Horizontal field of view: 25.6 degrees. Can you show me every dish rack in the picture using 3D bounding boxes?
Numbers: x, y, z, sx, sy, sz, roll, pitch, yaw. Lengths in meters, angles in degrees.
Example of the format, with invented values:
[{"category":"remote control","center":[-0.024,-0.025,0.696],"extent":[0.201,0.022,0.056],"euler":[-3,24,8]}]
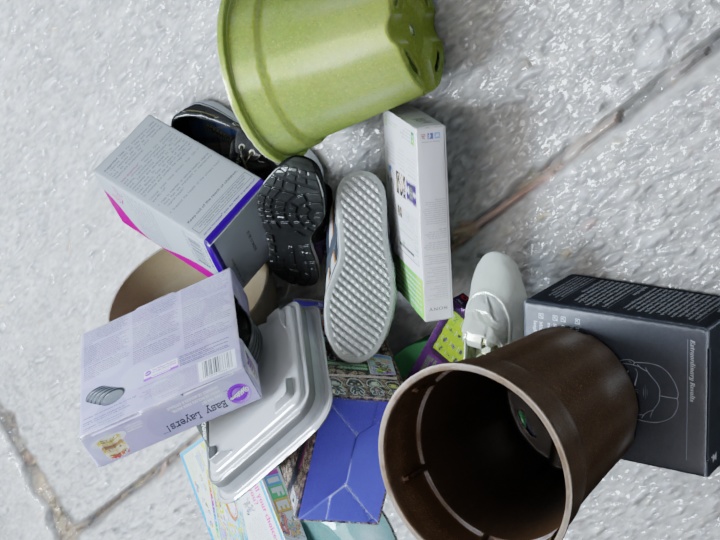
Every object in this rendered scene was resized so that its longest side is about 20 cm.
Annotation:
[{"category":"dish rack","center":[-0.107,0.128,1.658],"extent":[0.043,0.201,0.171],"euler":[37,113,-27]}]

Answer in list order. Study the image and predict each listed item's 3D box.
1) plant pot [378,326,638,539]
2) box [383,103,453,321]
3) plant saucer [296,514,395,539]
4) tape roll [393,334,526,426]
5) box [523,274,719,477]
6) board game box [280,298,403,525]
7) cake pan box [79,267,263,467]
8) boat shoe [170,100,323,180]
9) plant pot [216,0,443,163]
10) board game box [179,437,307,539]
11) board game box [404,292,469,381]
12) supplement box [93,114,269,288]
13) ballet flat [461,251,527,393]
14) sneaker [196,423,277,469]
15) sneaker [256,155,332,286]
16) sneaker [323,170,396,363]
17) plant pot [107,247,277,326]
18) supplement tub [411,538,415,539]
[{"category":"plant pot","center":[0.151,0.153,1.472],"extent":[0.198,0.198,0.203],"euler":[11,111,32]},{"category":"box","center":[0.059,-0.063,1.653],"extent":[0.144,0.036,0.203],"euler":[-130,36,-71]},{"category":"plant saucer","center":[-0.043,0.343,1.907],"extent":[0.199,0.039,0.204],"euler":[12,111,33]},{"category":"tape roll","center":[0.107,0.168,1.738],"extent":[0.198,0.048,0.203],"euler":[11,110,32]},{"category":"box","center":[0.270,0.099,1.560],"extent":[0.198,0.107,0.151],"euler":[9,110,34]},{"category":"board game box","center":[-0.028,0.151,1.729],"extent":[0.201,0.095,0.161],"euler":[-113,32,-60]},{"category":"cake pan box","center":[-0.200,0.097,1.668],"extent":[0.198,0.185,0.053],"euler":[-24,126,5]},{"category":"boat shoe","center":[-0.134,-0.136,1.802],"extent":[0.199,0.066,0.071],"euler":[34,122,23]},{"category":"plant pot","center":[-0.020,-0.228,1.631],"extent":[0.182,0.200,0.203],"euler":[-12,98,26]},{"category":"board game box","center":[-0.140,0.287,1.928],"extent":[0.134,0.034,0.202],"euler":[-36,70,42]},{"category":"board game box","center":[0.104,0.137,1.683],"extent":[0.120,0.032,0.201],"euler":[42,124,21]},{"category":"supplement box","center":[-0.192,-0.076,1.795],"extent":[0.199,0.104,0.102],"euler":[29,158,31]},{"category":"ballet flat","center":[0.127,0.084,1.593],"extent":[0.069,0.069,0.203],"euler":[15,113,31]},{"category":"sneaker","center":[-0.136,0.179,1.763],"extent":[0.200,0.089,0.067],"euler":[-165,82,-75]},{"category":"sneaker","center":[-0.065,-0.075,1.720],"extent":[0.075,0.088,0.201],"euler":[16,147,6]},{"category":"sneaker","center":[0.000,0.000,1.692],"extent":[0.077,0.079,0.203],"euler":[4,82,-3]},{"category":"plant pot","center":[-0.176,0.072,1.842],"extent":[0.198,0.201,0.135],"euler":[8,140,33]},{"category":"supplement tub","center":[0.045,0.387,1.755],"extent":[0.131,0.199,0.134],"euler":[11,111,31]}]
